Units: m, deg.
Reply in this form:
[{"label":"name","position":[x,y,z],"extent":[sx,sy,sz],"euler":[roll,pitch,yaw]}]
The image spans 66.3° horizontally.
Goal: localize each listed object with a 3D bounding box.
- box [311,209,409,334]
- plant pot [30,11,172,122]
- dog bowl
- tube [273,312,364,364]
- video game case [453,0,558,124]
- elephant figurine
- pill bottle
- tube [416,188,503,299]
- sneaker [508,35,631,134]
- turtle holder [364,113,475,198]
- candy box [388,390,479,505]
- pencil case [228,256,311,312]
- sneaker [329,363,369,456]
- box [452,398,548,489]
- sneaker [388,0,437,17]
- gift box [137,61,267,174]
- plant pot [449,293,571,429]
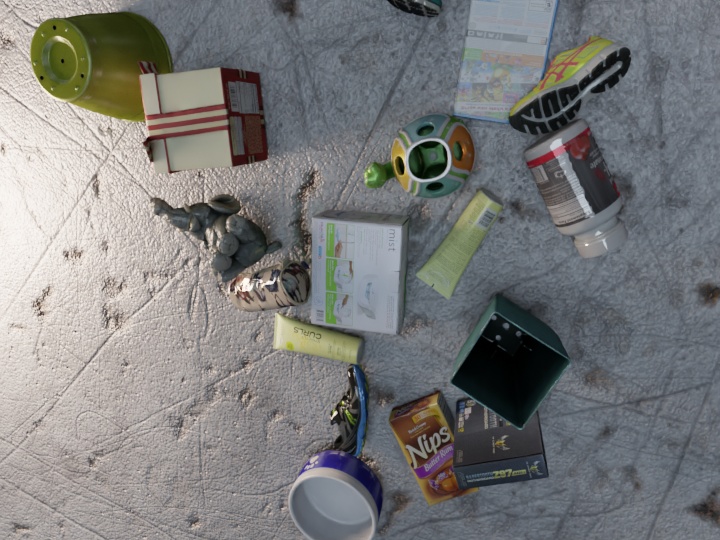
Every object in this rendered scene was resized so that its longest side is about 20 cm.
[{"label":"box","position":[0.000,0.000,1.032],"extent":[0.170,0.097,0.208],"euler":[5,106,13]},{"label":"plant pot","position":[-0.480,-0.377,1.007],"extent":[0.193,0.193,0.208],"euler":[4,106,13]},{"label":"dog bowl","position":[-0.051,0.491,1.173],"extent":[0.193,0.079,0.207],"euler":[7,114,15]},{"label":"tube","position":[-0.090,0.145,1.122],"extent":[0.193,0.052,0.060],"euler":[12,65,16]},{"label":"video game case","position":[0.239,-0.354,0.916],"extent":[0.138,0.018,0.208],"euler":[11,107,11]},{"label":"elephant figurine","position":[-0.283,-0.088,1.074],"extent":[0.198,0.156,0.142],"euler":[38,76,29]},{"label":"pill bottle","position":[0.354,-0.129,0.896],"extent":[0.108,0.111,0.204],"euler":[-26,97,19]},{"label":"tube","position":[0.180,-0.049,0.992],"extent":[0.058,0.051,0.203],"euler":[52,122,41]},{"label":"sneaker","position":[0.320,-0.297,0.879],"extent":[0.196,0.092,0.078],"euler":[-31,139,11]},{"label":"turtle holder","position":[0.103,-0.195,0.933],"extent":[0.179,0.132,0.146],"euler":[15,109,10]},{"label":"candy box","position":[0.149,0.359,1.111],"extent":[0.114,0.056,0.205],"euler":[-24,96,20]},{"label":"pencil case","position":[-0.178,0.030,1.059],"extent":[0.196,0.077,0.093],"euler":[-11,99,44]},{"label":"sneaker","position":[-0.024,0.288,1.128],"extent":[0.079,0.071,0.207],"euler":[7,109,6]},{"label":"box","position":[0.247,0.295,0.990],"extent":[0.153,0.201,0.053],"euler":[-15,108,18]},{"label":"sneaker","position":[0.056,-0.490,0.901],"extent":[0.198,0.077,0.081],"euler":[38,102,3]},{"label":"gift box","position":[-0.290,-0.275,0.986],"extent":[0.180,0.200,0.192],"euler":[-1,100,16]},{"label":"plant pot","position":[0.250,0.130,0.945],"extent":[0.139,0.200,0.144],"euler":[31,110,3]}]
